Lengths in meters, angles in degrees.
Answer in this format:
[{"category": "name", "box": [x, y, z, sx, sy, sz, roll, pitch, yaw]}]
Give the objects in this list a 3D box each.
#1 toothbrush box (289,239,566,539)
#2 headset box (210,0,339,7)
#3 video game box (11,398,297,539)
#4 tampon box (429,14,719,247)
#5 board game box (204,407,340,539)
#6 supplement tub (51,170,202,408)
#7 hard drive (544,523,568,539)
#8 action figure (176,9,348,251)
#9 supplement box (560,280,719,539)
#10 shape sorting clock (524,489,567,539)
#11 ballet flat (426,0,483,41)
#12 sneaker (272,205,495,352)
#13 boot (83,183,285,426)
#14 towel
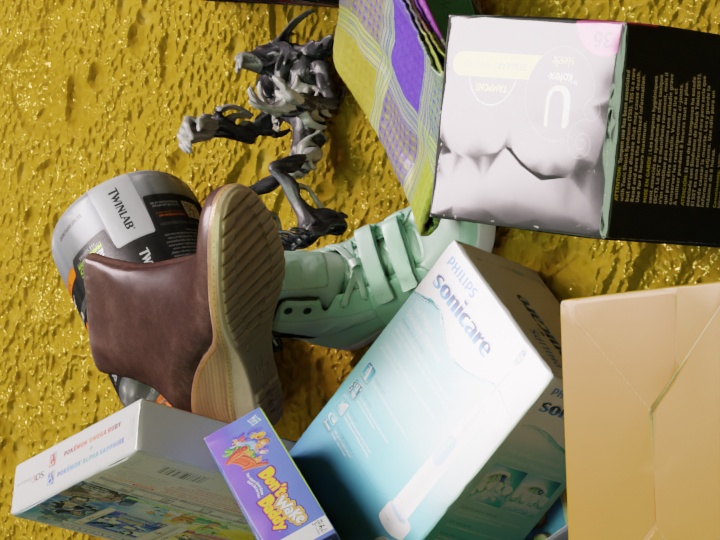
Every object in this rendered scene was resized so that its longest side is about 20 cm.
[{"category": "toothbrush box", "box": [0.063, 0.105, 1.691, 0.200, 0.085, 0.147, -54, 44, 19]}, {"category": "headset box", "box": [-0.099, -0.238, 1.882, 0.200, 0.148, 0.075, 10, 95, 49]}, {"category": "video game box", "box": [-0.119, 0.157, 1.830, 0.182, 0.200, 0.047, -31, 50, 47]}, {"category": "tampon box", "box": [0.166, -0.081, 1.535, 0.150, 0.200, 0.127, 8, 93, 48]}, {"category": "board game box", "box": [-0.031, 0.205, 1.723, 0.135, 0.045, 0.200, 55, 172, 47]}, {"category": "supplement tub", "box": [-0.146, 0.033, 1.936, 0.123, 0.122, 0.200, -52, 52, 32]}, {"category": "hard drive", "box": [0.135, 0.247, 1.639, 0.200, 0.042, 0.135, -45, 73, 31]}, {"category": "action figure", "box": [-0.065, -0.102, 1.860, 0.119, 0.102, 0.201, -35, 52, 46]}, {"category": "supplement box", "box": [0.231, 0.113, 1.448, 0.133, 0.200, 0.198, -8, 81, 47]}, {"category": "shape sorting clock", "box": [0.071, 0.192, 1.745, 0.200, 0.039, 0.201, -4, 85, 48]}, {"category": "ballet flat", "box": [0.070, -0.117, 1.758, 0.072, 0.072, 0.201, -35, 63, 41]}, {"category": "sneaker", "box": [0.000, 0.001, 1.777, 0.200, 0.118, 0.074, -38, 60, 40]}, {"category": "boot", "box": [-0.133, 0.014, 1.771, 0.166, 0.072, 0.200, 19, 129, 33]}, {"category": "towel", "box": [0.023, -0.136, 1.743, 0.200, 0.023, 0.144, -115, 24, -42]}]
